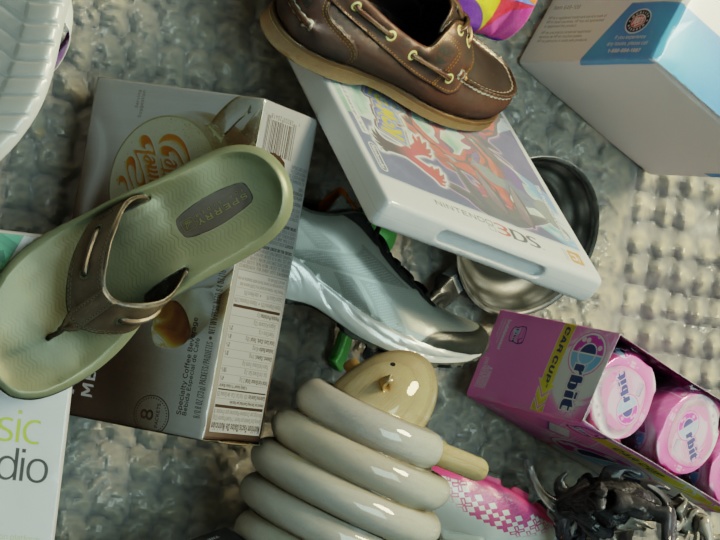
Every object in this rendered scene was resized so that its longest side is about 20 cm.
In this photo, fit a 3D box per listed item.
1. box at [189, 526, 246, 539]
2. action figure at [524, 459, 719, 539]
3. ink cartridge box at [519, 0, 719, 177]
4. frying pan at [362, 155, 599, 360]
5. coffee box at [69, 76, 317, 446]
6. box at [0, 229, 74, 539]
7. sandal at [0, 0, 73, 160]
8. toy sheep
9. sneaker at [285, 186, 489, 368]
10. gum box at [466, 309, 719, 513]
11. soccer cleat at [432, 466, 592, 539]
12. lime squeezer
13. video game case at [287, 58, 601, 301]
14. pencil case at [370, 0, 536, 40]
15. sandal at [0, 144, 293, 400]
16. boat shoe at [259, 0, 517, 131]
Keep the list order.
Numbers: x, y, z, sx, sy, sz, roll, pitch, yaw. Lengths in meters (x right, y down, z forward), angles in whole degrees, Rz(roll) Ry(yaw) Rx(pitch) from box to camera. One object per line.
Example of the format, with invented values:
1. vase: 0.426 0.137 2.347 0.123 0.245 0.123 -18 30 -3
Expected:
1. box: -0.144 0.257 1.337 0.200 0.048 0.158 -17 113 -26
2. action figure: 0.195 0.187 1.500 0.200 0.119 0.102 16 84 -1
3. ink cartridge box: 0.241 -0.185 1.562 0.146 0.147 0.200 37 75 -29
4. frying pan: 0.087 0.005 1.544 0.115 0.031 0.190 39 88 -37
5. coffee box: -0.107 -0.005 1.355 0.080 0.114 0.200 15 85 -67
6. box: -0.237 0.072 1.302 0.144 0.036 0.200 6 89 -9
7. sandal: -0.203 -0.136 1.327 0.050 0.082 0.203 59 51 -71
8. toy sheep: -0.009 0.140 1.389 0.138 0.138 0.200 26 86 -32
9. sneaker: 0.000 0.000 1.433 0.200 0.074 0.079 29 94 -18
10. gum box: 0.183 0.102 1.555 0.200 0.113 0.066 31 77 -38
11. soccer cleat: 0.099 0.195 1.541 0.200 0.070 0.086 30 69 -33
12. lime squeezer: 0.032 -0.029 1.502 0.200 0.038 0.071 -51 118 -20
13. video game case: 0.046 -0.075 1.421 0.182 0.200 0.023 19 121 -38
14. pencil case: 0.021 -0.201 1.454 0.200 0.088 0.088 10 89 -34
15. sandal: -0.129 -0.005 1.270 0.201 0.057 0.080 -36 95 -1
16. boat shoe: 0.033 -0.141 1.403 0.200 0.070 0.070 14 129 -46
